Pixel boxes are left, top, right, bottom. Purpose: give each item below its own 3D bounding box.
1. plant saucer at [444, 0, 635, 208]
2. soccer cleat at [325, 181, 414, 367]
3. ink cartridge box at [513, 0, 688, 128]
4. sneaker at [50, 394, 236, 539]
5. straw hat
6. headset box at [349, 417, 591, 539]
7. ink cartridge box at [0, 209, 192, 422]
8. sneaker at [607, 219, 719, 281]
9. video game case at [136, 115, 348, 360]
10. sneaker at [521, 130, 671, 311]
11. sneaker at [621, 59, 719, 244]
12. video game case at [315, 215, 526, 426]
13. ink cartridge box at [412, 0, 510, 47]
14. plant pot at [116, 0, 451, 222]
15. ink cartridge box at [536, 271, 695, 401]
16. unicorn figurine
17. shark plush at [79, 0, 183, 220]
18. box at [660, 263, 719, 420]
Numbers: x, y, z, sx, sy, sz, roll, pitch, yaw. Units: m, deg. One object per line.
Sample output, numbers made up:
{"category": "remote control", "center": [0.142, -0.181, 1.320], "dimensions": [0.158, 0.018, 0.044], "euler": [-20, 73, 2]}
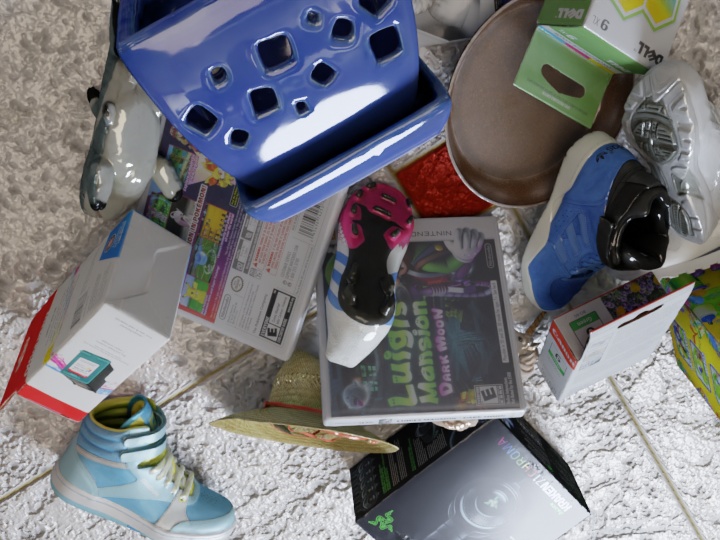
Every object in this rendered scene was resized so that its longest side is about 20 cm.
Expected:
{"category": "plant saucer", "center": [0.155, -0.154, 0.861], "dimensions": [0.199, 0.032, 0.201], "euler": [-13, 121, -22]}
{"category": "soccer cleat", "center": [0.000, 0.000, 0.863], "dimensions": [0.070, 0.201, 0.087], "euler": [22, 129, -7]}
{"category": "ink cartridge box", "center": [0.214, -0.226, 0.798], "dimensions": [0.103, 0.059, 0.201], "euler": [19, 93, -36]}
{"category": "sneaker", "center": [-0.204, 0.201, 0.987], "dimensions": [0.199, 0.080, 0.131], "euler": [21, 112, -16]}
{"category": "straw hat", "center": [-0.047, 0.124, 0.951], "dimensions": [0.200, 0.201, 0.086], "euler": [10, 75, -10]}
{"category": "headset box", "center": [0.108, 0.240, 1.030], "dimensions": [0.200, 0.093, 0.174], "euler": [-39, 112, 12]}
{"category": "ink cartridge box", "center": [-0.241, 0.052, 0.869], "dimensions": [0.067, 0.117, 0.200], "euler": [32, 129, -26]}
{"category": "sneaker", "center": [0.331, -0.048, 0.941], "dimensions": [0.199, 0.076, 0.081], "euler": [-22, 102, 0]}
{"category": "video game case", "center": [-0.118, -0.038, 0.886], "dimensions": [0.181, 0.023, 0.201], "euler": [22, 112, 7]}
{"category": "sneaker", "center": [0.220, -0.017, 0.891], "dimensions": [0.076, 0.111, 0.201], "euler": [-13, 135, -31]}
{"category": "sneaker", "center": [0.294, -0.119, 0.845], "dimensions": [0.099, 0.078, 0.200], "euler": [-42, 139, -10]}
{"category": "video game case", "center": [0.050, 0.042, 0.891], "dimensions": [0.181, 0.201, 0.023], "euler": [-2, 154, -5]}
{"category": "ink cartridge box", "center": [0.061, -0.291, 0.809], "dimensions": [0.199, 0.041, 0.201], "euler": [-11, 115, -1]}
{"category": "plant pot", "center": [-0.052, -0.164, 0.730], "dimensions": [0.199, 0.200, 0.180], "euler": [-29, 119, 4]}
{"category": "ink cartridge box", "center": [0.234, 0.054, 0.908], "dimensions": [0.108, 0.051, 0.200], "euler": [-25, 156, -7]}
{"category": "unicorn figurine", "center": [0.100, 0.099, 0.953], "dimensions": [0.137, 0.200, 0.074], "euler": [15, 129, 12]}
{"category": "shark plush", "center": [-0.221, -0.136, 0.833], "dimensions": [0.091, 0.083, 0.201], "euler": [-24, 124, -36]}
{"category": "box", "center": [0.425, 0.060, 0.925], "dimensions": [0.199, 0.193, 0.123], "euler": [-18, 115, 3]}
